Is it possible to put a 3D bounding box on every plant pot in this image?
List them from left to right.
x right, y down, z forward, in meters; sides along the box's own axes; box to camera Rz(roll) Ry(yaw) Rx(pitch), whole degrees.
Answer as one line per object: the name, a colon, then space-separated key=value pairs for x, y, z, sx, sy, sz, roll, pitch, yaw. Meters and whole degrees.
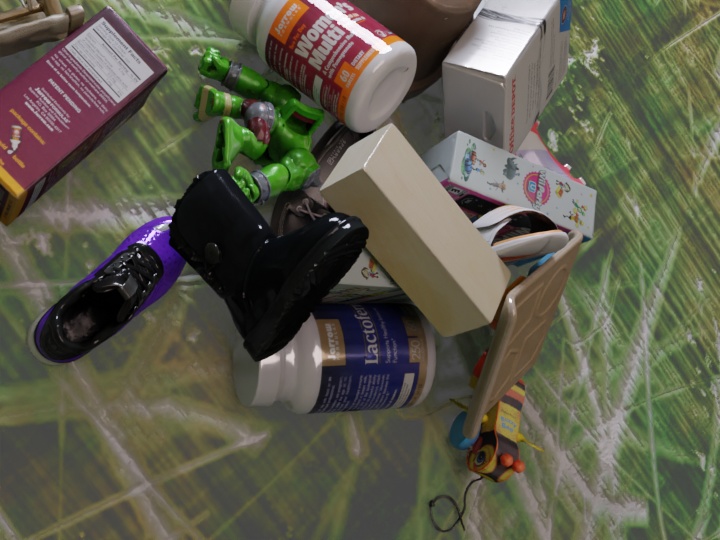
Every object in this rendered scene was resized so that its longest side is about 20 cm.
plant pot: x=0.055 y=-0.321 z=1.069 sx=0.198 sy=0.174 sz=0.202 roll=6 pitch=76 yaw=-26

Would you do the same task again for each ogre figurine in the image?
ogre figurine: x=-0.107 y=-0.150 z=0.990 sx=0.119 sy=0.099 sz=0.201 roll=5 pitch=34 yaw=-31

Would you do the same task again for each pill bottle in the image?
pill bottle: x=-0.044 y=-0.248 z=1.001 sx=0.200 sy=0.110 sz=0.109 roll=39 pitch=62 yaw=17
pill bottle: x=-0.029 y=0.093 z=0.976 sx=0.198 sy=0.116 sz=0.117 roll=0 pitch=80 yaw=-25

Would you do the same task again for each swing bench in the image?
swing bench: x=-0.399 y=-0.279 z=0.855 sx=0.198 sy=0.129 sz=0.202 roll=-26 pitch=98 yaw=-29

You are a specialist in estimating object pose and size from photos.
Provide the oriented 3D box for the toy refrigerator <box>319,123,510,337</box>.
toy refrigerator: x=0.055 y=-0.034 z=0.887 sx=0.200 sy=0.070 sz=0.076 roll=49 pitch=46 yaw=-20

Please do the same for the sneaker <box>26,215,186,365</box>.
sneaker: x=-0.231 y=0.018 z=0.895 sx=0.070 sy=0.099 sz=0.200 roll=49 pitch=63 yaw=-13

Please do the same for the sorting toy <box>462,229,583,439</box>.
sorting toy: x=0.172 y=0.064 z=1.000 sx=0.036 sy=0.186 sz=0.200 roll=27 pitch=37 yaw=20

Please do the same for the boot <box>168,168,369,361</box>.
boot: x=-0.097 y=-0.032 z=0.846 sx=0.076 sy=0.200 sz=0.169 roll=-24 pitch=70 yaw=-45

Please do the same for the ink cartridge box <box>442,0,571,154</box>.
ink cartridge box: x=0.177 y=-0.241 z=1.091 sx=0.084 sy=0.147 sz=0.201 roll=21 pitch=56 yaw=23

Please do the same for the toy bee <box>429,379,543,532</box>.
toy bee: x=0.161 y=0.202 z=1.060 sx=0.130 sy=0.108 sz=0.202 roll=8 pitch=77 yaw=-28

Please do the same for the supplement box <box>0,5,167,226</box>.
supplement box: x=-0.295 y=-0.150 z=0.889 sx=0.086 sy=0.110 sz=0.200 roll=46 pitch=63 yaw=-11

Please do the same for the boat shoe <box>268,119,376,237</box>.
boat shoe: x=-0.043 y=-0.098 z=1.040 sx=0.067 sy=0.057 sz=0.201 roll=36 pitch=66 yaw=-19

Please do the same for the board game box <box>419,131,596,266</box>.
board game box: x=0.153 y=-0.077 z=1.078 sx=0.198 sy=0.147 sz=0.065 roll=17 pitch=70 yaw=-23

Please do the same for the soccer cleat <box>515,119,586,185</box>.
soccer cleat: x=0.229 y=-0.127 z=1.190 sx=0.076 sy=0.067 sz=0.201 roll=-38 pitch=101 yaw=-6

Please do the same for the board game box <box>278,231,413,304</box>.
board game box: x=0.000 y=0.000 z=0.971 sx=0.199 sy=0.147 sz=0.065 roll=3 pitch=79 yaw=-40

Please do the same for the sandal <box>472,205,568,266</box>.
sandal: x=0.151 y=-0.038 z=0.990 sx=0.078 sy=0.207 sz=0.060 roll=-6 pitch=85 yaw=-15

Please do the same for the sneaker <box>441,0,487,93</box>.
sneaker: x=0.162 y=-0.300 z=1.176 sx=0.084 sy=0.073 sz=0.202 roll=21 pitch=73 yaw=-25
